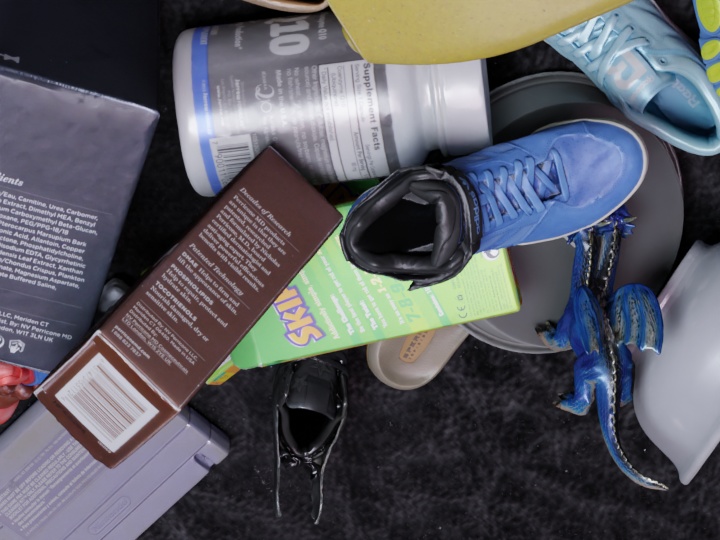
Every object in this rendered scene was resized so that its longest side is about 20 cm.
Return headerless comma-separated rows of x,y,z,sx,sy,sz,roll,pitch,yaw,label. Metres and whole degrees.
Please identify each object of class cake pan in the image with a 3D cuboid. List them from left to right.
0.137,-0.035,1.629,0.200,0.037,0.201,-4,105,-16,cake pan

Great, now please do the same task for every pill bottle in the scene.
-0.016,-0.114,1.557,0.199,0.114,0.114,-6,119,5,pill bottle

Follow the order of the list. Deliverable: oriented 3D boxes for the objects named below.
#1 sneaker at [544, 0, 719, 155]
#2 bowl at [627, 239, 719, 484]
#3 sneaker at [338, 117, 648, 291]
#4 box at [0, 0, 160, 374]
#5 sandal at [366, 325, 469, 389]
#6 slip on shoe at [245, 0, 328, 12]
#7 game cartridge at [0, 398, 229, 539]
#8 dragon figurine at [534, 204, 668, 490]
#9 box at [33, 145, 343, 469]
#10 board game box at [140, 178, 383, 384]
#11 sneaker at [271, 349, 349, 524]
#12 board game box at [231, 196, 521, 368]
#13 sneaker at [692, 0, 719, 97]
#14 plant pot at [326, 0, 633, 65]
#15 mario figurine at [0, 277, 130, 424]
0.178,-0.148,1.577,0.200,0.082,0.074,32,111,-16,sneaker
0.246,0.042,1.645,0.090,0.201,0.201,34,114,7,bowl
0.082,-0.041,1.483,0.199,0.111,0.077,-12,98,11,sneaker
-0.209,-0.071,1.527,0.117,0.197,0.200,14,117,-12,box
0.065,0.009,1.672,0.080,0.054,0.200,20,115,-14,sandal
-0.104,-0.220,1.531,0.200,0.061,0.076,26,114,-17,slip on shoe
-0.210,0.153,1.745,0.200,0.038,0.130,-42,110,18,game cartridge
0.163,0.043,1.563,0.059,0.200,0.100,-1,142,-14,dragon figurine
-0.104,0.021,1.470,0.075,0.200,0.100,45,139,-4,box
-0.051,-0.016,1.637,0.200,0.030,0.096,-38,74,18,board game box
-0.029,0.069,1.670,0.060,0.104,0.200,10,118,-9,sneaker
0.000,0.000,1.582,0.199,0.030,0.096,-13,99,9,board game box
0.255,-0.206,1.565,0.071,0.083,0.200,0,109,36,sneaker
0.052,-0.239,1.452,0.200,0.196,0.194,-29,117,10,plant pot
-0.225,0.040,1.637,0.199,0.106,0.123,-11,151,27,mario figurine
